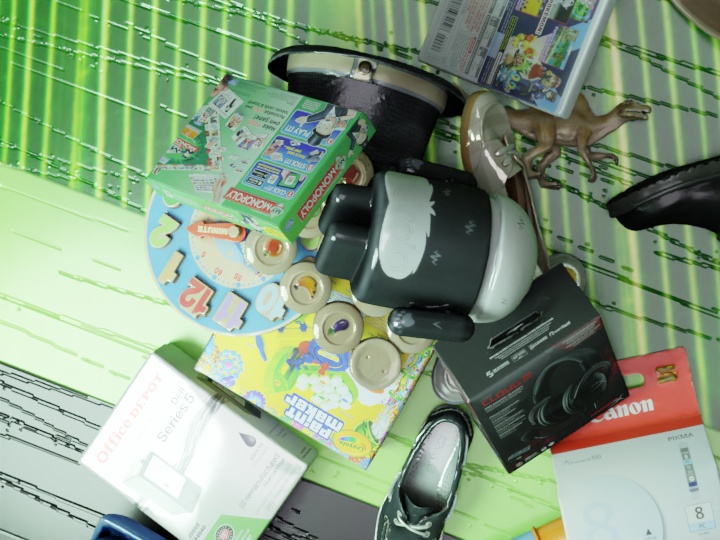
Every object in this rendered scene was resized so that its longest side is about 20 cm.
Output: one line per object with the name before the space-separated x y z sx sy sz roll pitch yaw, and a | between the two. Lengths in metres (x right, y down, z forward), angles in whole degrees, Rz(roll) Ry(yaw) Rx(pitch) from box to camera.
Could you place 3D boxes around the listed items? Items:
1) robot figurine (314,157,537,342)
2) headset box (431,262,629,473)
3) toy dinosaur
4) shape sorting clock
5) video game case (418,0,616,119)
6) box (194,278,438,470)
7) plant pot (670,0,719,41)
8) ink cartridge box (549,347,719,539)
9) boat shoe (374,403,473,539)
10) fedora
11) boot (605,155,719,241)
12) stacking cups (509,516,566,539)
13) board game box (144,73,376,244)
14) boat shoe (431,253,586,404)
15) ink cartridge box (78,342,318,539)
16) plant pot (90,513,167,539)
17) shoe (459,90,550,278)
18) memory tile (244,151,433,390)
robot figurine | 0.061 -0.020 1.537 0.199 0.125 0.151 10 97 -10
headset box | 0.165 0.093 1.628 0.148 0.200 0.077 -32 57 -2
toy dinosaur | 0.189 -0.137 1.702 0.198 0.058 0.102 4 79 6
shape sorting clock | -0.115 -0.037 1.628 0.199 0.039 0.202 0 89 15
video game case | 0.165 -0.271 1.661 0.182 0.023 0.201 26 98 33
box | -0.027 0.060 1.700 0.199 0.122 0.193 30 96 3
plant pot | 0.379 -0.338 1.598 0.174 0.200 0.200 -40 89 -9
ink cartridge box | 0.270 0.186 1.684 0.159 0.047 0.201 -12 77 6
boat shoe | 0.060 0.234 1.733 0.075 0.060 0.201 16 96 5
fedora | 0.000 -0.148 1.645 0.199 0.201 0.092 13 83 6
boot | 0.360 -0.032 1.666 0.210 0.079 0.159 -16 92 8
stacking cups | 0.167 0.290 1.731 0.199 0.061 0.061 -29 90 3
board game box | -0.095 -0.107 1.563 0.199 0.029 0.135 21 69 44
boat shoe | 0.148 0.061 1.704 0.200 0.070 0.071 -41 89 8
ink cartridge box | -0.167 0.192 1.746 0.199 0.084 0.146 35 98 3
plant pot | -0.237 0.375 1.699 0.199 0.180 0.201 30 131 6
shoe | 0.145 -0.080 1.652 0.053 0.070 0.201 3 116 38
memory tile | 0.000 0.000 1.598 0.153 0.017 0.200 -42 101 -2
